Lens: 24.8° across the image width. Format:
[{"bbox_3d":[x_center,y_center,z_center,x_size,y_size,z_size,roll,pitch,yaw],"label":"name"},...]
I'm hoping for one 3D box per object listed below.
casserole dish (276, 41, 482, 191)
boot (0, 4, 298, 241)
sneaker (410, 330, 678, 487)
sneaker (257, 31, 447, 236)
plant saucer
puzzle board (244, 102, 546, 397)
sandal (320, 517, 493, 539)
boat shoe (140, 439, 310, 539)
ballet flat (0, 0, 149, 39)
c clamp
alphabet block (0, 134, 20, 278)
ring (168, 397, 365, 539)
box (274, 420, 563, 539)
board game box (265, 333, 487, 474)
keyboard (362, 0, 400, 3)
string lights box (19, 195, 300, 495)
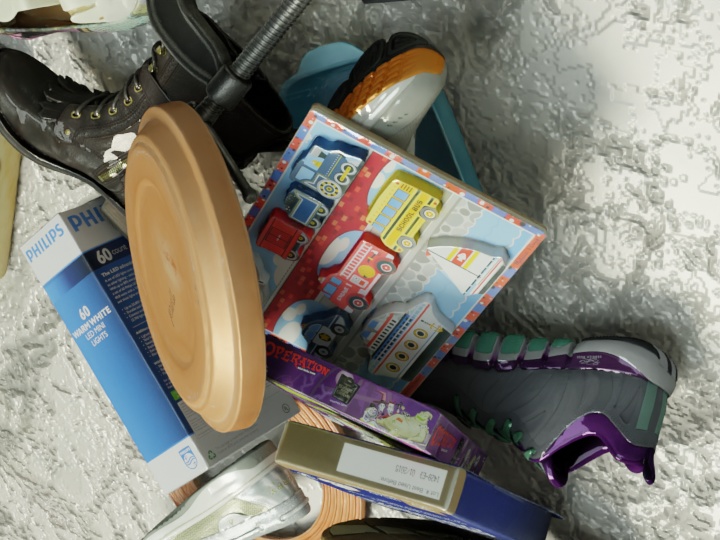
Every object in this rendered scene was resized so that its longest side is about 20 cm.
[{"bbox_3d":[0.023,-0.055,1.036,0.121,0.039,0.201,-11,109,38],"label":"casserole dish"},{"bbox_3d":[-0.144,-0.116,1.071,0.200,0.069,0.174,41,135,-4],"label":"boot"},{"bbox_3d":[0.096,0.088,1.021,0.199,0.088,0.074,-3,155,36],"label":"sneaker"},{"bbox_3d":[0.011,-0.060,0.975,0.092,0.076,0.200,30,140,-11],"label":"sneaker"},{"bbox_3d":[-0.105,0.000,0.984,0.200,0.032,0.201,167,90,-71],"label":"plant saucer"},{"bbox_3d":[0.000,0.000,0.975,0.150,0.017,0.200,28,139,-7],"label":"puzzle board"},{"bbox_3d":[0.070,0.203,1.085,0.199,0.080,0.054,10,92,-1],"label":"sandal"},{"bbox_3d":[-0.113,0.201,1.232,0.065,0.074,0.202,51,125,5],"label":"boat shoe"},{"bbox_3d":[-0.193,-0.186,1.088,0.199,0.071,0.069,-5,105,36],"label":"ballet flat"},{"bbox_3d":[-0.052,-0.167,0.959,0.171,0.027,0.200,47,110,31],"label":"c clamp"},{"bbox_3d":[-0.382,-0.078,1.204,0.196,0.195,0.201,31,130,19],"label":"alphabet block"},{"bbox_3d":[-0.079,0.143,1.235,0.200,0.019,0.201,17,123,27],"label":"ring"},{"bbox_3d":[0.045,0.142,1.049,0.121,0.200,0.033,12,80,29],"label":"box"},{"bbox_3d":[0.010,0.092,1.038,0.120,0.200,0.032,28,84,16],"label":"board game box"},{"bbox_3d":[0.063,-0.220,0.927,0.199,0.021,0.128,1,117,34],"label":"keyboard"},{"bbox_3d":[-0.138,0.042,1.144,0.059,0.103,0.201,-35,85,42],"label":"string lights box"}]
